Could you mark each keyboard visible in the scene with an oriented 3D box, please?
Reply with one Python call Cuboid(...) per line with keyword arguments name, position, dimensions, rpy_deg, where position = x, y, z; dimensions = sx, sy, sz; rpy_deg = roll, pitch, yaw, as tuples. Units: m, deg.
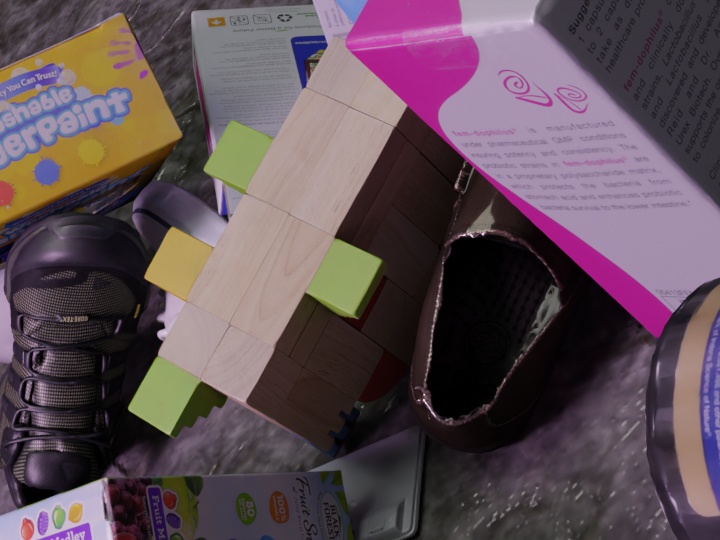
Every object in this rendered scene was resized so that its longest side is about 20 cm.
Cuboid(name="keyboard", position=(-0.048, 0.125, 0.883), dimensions=(0.199, 0.011, 0.057), rpy_deg=(-26, 35, 34))

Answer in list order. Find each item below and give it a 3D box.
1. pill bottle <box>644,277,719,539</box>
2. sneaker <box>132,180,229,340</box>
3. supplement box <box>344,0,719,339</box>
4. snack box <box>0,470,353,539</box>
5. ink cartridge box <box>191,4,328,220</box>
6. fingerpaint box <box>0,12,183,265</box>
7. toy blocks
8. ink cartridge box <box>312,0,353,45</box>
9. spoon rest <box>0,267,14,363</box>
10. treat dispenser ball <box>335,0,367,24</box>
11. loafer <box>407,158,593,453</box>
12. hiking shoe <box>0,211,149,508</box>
Cuboid(name="pill bottle", position=(0.192, 0.041, 0.565), dimensions=(0.199, 0.112, 0.113), rpy_deg=(-13, 48, 44))
Cuboid(name="sneaker", position=(-0.078, 0.010, 0.972), dimensions=(0.071, 0.073, 0.200), rpy_deg=(-54, 30, -1))
Cuboid(name="supplement box", position=(0.107, -0.063, 0.691), dimensions=(0.101, 0.200, 0.104), rpy_deg=(2, 60, 52))
Cuboid(name="snack box", position=(-0.120, 0.133, 0.825), dimensions=(0.199, 0.142, 0.053), rpy_deg=(-22, 75, 37))
Cuboid(name="ink cartridge box", position=(-0.032, -0.075, 0.984), dimensions=(0.094, 0.037, 0.201), rpy_deg=(-4, 35, -8))
Cuboid(name="fingerpaint box", position=(-0.201, -0.040, 0.979), dimensions=(0.199, 0.074, 0.167), rpy_deg=(-27, -1, -16))
Cuboid(name="toy blocks", position=(0.000, 0.000, 0.832), dimensions=(0.099, 0.137, 0.201), rpy_deg=(25, 84, 32))
Cuboid(name="ink cartridge box", position=(0.003, -0.204, 1.031), dimensions=(0.039, 0.100, 0.201), rpy_deg=(-8, 39, 17))
Cuboid(name="spoon rest", position=(-0.210, 0.036, 1.053), dimensions=(0.199, 0.061, 0.100), rpy_deg=(-35, -17, -32))
Cuboid(name="treat dispenser ball", position=(0.067, -0.183, 0.859), dimensions=(0.200, 0.201, 0.202), rpy_deg=(-32, 37, 28))
Cuboid(name="loafer", position=(0.071, -0.019, 0.767), dimensions=(0.071, 0.072, 0.202), rpy_deg=(-19, -55, -82))
Cuboid(name="hiking shoe", position=(-0.143, 0.057, 0.965), dimensions=(0.201, 0.075, 0.101), rpy_deg=(108, 156, -49))
